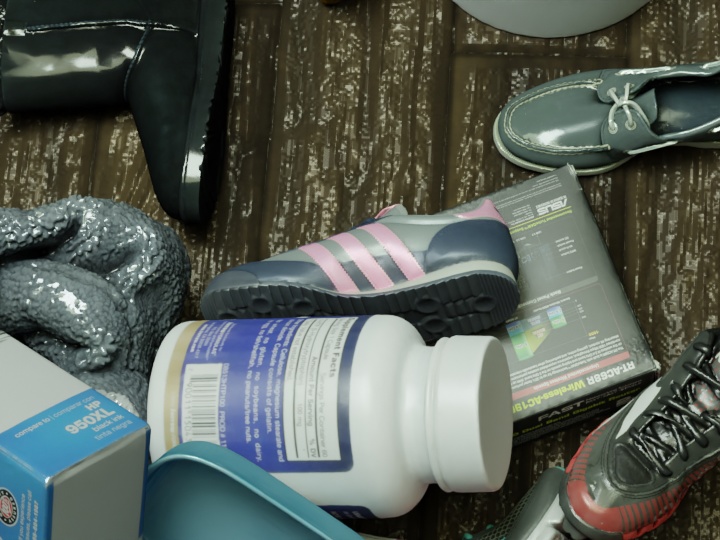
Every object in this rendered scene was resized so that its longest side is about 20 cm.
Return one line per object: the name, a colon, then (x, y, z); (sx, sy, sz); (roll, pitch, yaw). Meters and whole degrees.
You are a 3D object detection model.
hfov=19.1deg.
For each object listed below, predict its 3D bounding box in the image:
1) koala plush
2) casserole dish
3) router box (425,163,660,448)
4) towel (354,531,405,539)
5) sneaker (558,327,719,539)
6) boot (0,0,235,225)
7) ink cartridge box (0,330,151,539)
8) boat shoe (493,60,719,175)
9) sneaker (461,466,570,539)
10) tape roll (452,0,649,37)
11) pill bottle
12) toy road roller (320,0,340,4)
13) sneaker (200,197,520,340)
koala plush: (-0.175, 0.075, 1.328); (0.182, 0.178, 0.201); (-12, 61, -12)
casserole dish: (-0.059, 0.171, 1.241); (0.199, 0.121, 0.039); (35, 33, -6)
router box: (0.074, 0.039, 1.376); (0.198, 0.062, 0.151); (-20, 69, -2)
towel: (-0.011, 0.229, 1.291); (0.198, 0.023, 0.145); (8, 84, 29)
sneaker: (0.199, 0.090, 1.301); (0.200, 0.098, 0.071); (-34, 71, -28)
boot: (-0.171, -0.122, 1.450); (0.161, 0.074, 0.200); (2, 64, 3)
ink cartridge box: (-0.220, 0.115, 1.219); (0.199, 0.146, 0.084); (29, 37, 30)
boat shoe: (0.186, -0.111, 1.418); (0.198, 0.062, 0.073); (-5, 70, 3)
sneaker: (0.059, 0.194, 1.319); (0.091, 0.078, 0.201); (32, 75, 19)
tape roll: (0.133, -0.265, 1.474); (0.200, 0.071, 0.204); (-2, 70, 5)
pill bottle: (-0.015, 0.087, 1.272); (0.198, 0.120, 0.121); (-2, 70, 17)
toy road roller: (-0.017, -0.278, 1.470); (0.199, 0.123, 0.146); (-37, 86, -7)
sneaker: (0.000, 0.000, 1.338); (0.198, 0.070, 0.083); (-3, 49, 5)
